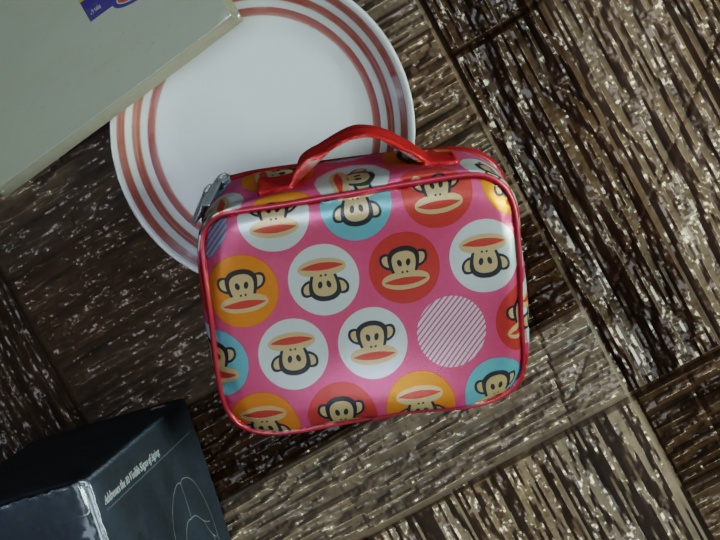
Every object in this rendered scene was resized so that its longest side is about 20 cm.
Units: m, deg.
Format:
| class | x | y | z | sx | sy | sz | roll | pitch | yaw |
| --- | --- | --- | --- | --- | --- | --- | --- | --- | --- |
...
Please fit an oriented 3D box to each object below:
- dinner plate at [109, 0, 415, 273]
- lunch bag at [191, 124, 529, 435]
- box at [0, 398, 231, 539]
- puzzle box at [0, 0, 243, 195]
| class | x | y | z | sx | sy | sz | roll | pitch | yaw |
| --- | --- | --- | --- | --- | --- | --- | --- | --- | --- |
| dinner plate | -0.062 | -0.089 | 0.852 | 0.197 | 0.024 | 0.203 | 1 | 96 | 7 |
| lunch bag | 0.000 | 0.000 | 0.802 | 0.197 | 0.082 | 0.178 | -7 | 112 | -1 |
| box | -0.155 | 0.206 | 0.809 | 0.123 | 0.200 | 0.199 | -15 | 95 | 10 |
| puzzle box | -0.186 | -0.157 | 0.843 | 0.199 | 0.025 | 0.134 | -33 | 82 | 13 |
